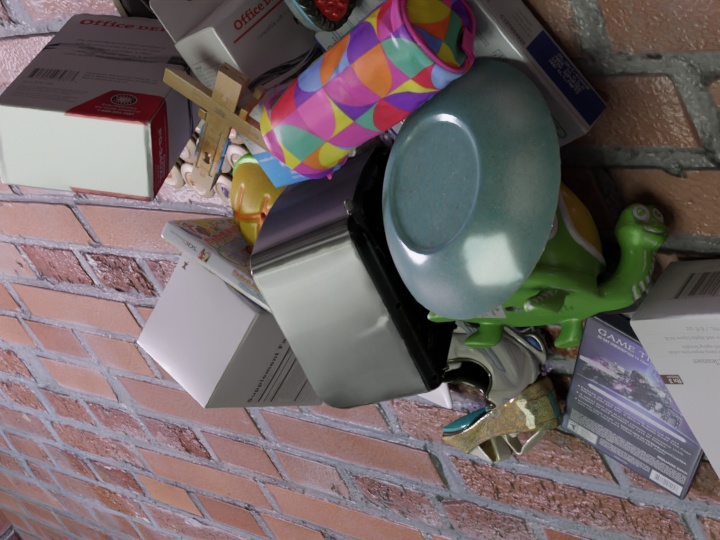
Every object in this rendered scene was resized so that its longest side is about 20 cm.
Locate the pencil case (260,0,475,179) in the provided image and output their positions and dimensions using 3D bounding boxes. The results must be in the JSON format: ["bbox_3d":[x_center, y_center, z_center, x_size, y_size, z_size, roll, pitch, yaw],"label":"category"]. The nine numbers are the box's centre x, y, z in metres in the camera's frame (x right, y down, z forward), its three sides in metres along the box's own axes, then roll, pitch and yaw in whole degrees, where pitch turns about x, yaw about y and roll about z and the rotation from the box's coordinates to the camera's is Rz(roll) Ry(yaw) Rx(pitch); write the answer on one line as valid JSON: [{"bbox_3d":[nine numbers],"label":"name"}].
[{"bbox_3d":[0.005,-0.145,1.061,0.088,0.088,0.200,48,137,-9],"label":"pencil case"}]

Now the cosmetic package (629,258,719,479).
[{"bbox_3d":[0.319,0.089,1.108,0.112,0.081,0.201,-6,124,51],"label":"cosmetic package"}]

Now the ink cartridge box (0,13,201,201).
[{"bbox_3d":[-0.227,-0.154,1.244,0.144,0.200,0.084,7,124,9],"label":"ink cartridge box"}]

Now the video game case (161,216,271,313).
[{"bbox_3d":[-0.086,-0.001,1.413,0.181,0.200,0.023,33,105,17],"label":"video game case"}]

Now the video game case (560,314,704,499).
[{"bbox_3d":[0.264,0.127,1.288,0.142,0.019,0.201,31,147,21],"label":"video game case"}]

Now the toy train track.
[{"bbox_3d":[-0.119,-0.127,1.181,0.114,0.033,0.200,34,154,1],"label":"toy train track"}]

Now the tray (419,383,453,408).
[{"bbox_3d":[0.020,0.080,1.522,0.199,0.022,0.108,22,143,33],"label":"tray"}]

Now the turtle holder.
[{"bbox_3d":[0.140,-0.016,1.107,0.185,0.133,0.140,-13,157,42],"label":"turtle holder"}]

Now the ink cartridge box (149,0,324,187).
[{"bbox_3d":[-0.079,-0.189,1.198,0.068,0.116,0.200,-8,124,52],"label":"ink cartridge box"}]

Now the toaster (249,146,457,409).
[{"bbox_3d":[0.000,0.000,1.215,0.118,0.181,0.201,-19,113,19],"label":"toaster"}]

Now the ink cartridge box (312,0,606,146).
[{"bbox_3d":[0.075,-0.166,1.116,0.200,0.041,0.200,49,150,-10],"label":"ink cartridge box"}]

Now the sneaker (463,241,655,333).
[{"bbox_3d":[0.173,0.025,1.208,0.199,0.079,0.076,-2,128,50],"label":"sneaker"}]

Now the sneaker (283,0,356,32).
[{"bbox_3d":[-0.068,-0.281,1.112,0.201,0.079,0.095,62,156,-1],"label":"sneaker"}]

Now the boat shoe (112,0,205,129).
[{"bbox_3d":[-0.183,-0.237,1.347,0.062,0.073,0.201,-28,105,14],"label":"boat shoe"}]

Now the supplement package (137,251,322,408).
[{"bbox_3d":[-0.111,0.063,1.437,0.121,0.120,0.199,39,-162,30],"label":"supplement package"}]

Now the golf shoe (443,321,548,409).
[{"bbox_3d":[0.083,0.059,1.343,0.199,0.097,0.079,31,151,23],"label":"golf shoe"}]

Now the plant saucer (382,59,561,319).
[{"bbox_3d":[0.069,-0.064,1.043,0.038,0.203,0.200,8,174,-37],"label":"plant saucer"}]

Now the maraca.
[{"bbox_3d":[-0.049,-0.042,1.362,0.200,0.107,0.137,42,157,0],"label":"maraca"}]

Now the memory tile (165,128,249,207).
[{"bbox_3d":[-0.177,-0.133,1.494,0.199,0.017,0.154,18,142,37],"label":"memory tile"}]

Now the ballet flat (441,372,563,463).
[{"bbox_3d":[0.147,0.165,1.423,0.071,0.071,0.200,44,148,-3],"label":"ballet flat"}]
